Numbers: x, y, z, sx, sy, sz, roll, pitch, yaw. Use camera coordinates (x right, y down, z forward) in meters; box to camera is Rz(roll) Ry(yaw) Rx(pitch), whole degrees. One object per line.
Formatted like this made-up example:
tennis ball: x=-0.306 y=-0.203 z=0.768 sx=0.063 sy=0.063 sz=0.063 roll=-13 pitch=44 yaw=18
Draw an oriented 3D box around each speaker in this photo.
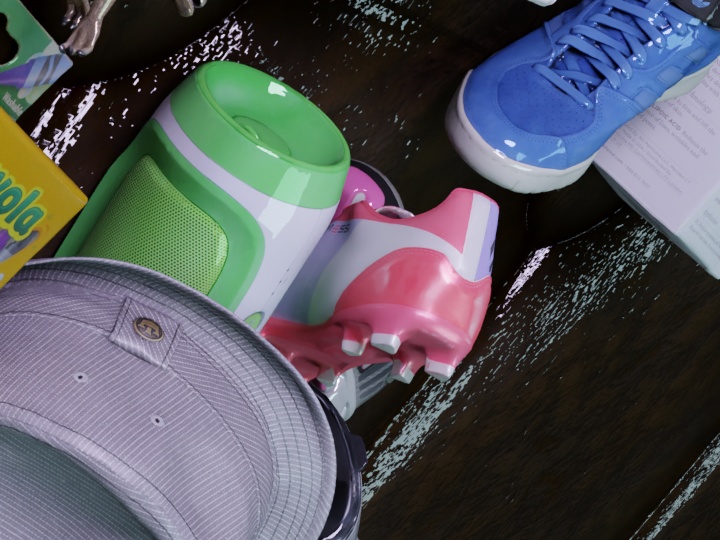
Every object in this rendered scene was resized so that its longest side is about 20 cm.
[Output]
speaker: x=-0.085 y=0.014 z=1.217 sx=0.088 sy=0.088 sz=0.200 roll=-6 pitch=134 yaw=-57

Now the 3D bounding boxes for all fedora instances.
fedora: x=-0.109 y=0.091 z=1.157 sx=0.177 sy=0.200 sz=0.090 roll=-47 pitch=-164 yaw=21

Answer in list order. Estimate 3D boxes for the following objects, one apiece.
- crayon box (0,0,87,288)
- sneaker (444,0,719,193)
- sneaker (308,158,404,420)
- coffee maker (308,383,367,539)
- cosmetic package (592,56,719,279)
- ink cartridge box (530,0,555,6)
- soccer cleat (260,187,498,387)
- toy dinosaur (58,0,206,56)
crayon box: x=-0.179 y=-0.013 z=1.057 sx=0.200 sy=0.052 sz=0.126 roll=-45 pitch=157 yaw=-3
sneaker: x=0.122 y=-0.113 z=1.367 sx=0.200 sy=0.077 sz=0.111 roll=-27 pitch=157 yaw=-46
sneaker: x=0.000 y=0.000 z=1.361 sx=0.087 sy=0.074 sz=0.200 roll=-38 pitch=158 yaw=-24
coffee maker: x=-0.081 y=0.152 z=1.382 sx=0.192 sy=0.135 sz=0.200 roll=-35 pitch=153 yaw=-12
cosmetic package: x=0.217 y=-0.102 z=1.550 sx=0.200 sy=0.081 sz=0.113 roll=-48 pitch=157 yaw=2
ink cartridge box: x=0.052 y=-0.192 z=1.115 sx=0.146 sy=0.085 sz=0.200 roll=-52 pitch=155 yaw=13
soccer cleat: x=-0.012 y=0.005 z=1.253 sx=0.067 sy=0.200 sz=0.077 roll=31 pitch=73 yaw=-29
toy dinosaur: x=-0.088 y=-0.142 z=1.015 sx=0.101 sy=0.058 sz=0.200 roll=-57 pitch=167 yaw=-27
